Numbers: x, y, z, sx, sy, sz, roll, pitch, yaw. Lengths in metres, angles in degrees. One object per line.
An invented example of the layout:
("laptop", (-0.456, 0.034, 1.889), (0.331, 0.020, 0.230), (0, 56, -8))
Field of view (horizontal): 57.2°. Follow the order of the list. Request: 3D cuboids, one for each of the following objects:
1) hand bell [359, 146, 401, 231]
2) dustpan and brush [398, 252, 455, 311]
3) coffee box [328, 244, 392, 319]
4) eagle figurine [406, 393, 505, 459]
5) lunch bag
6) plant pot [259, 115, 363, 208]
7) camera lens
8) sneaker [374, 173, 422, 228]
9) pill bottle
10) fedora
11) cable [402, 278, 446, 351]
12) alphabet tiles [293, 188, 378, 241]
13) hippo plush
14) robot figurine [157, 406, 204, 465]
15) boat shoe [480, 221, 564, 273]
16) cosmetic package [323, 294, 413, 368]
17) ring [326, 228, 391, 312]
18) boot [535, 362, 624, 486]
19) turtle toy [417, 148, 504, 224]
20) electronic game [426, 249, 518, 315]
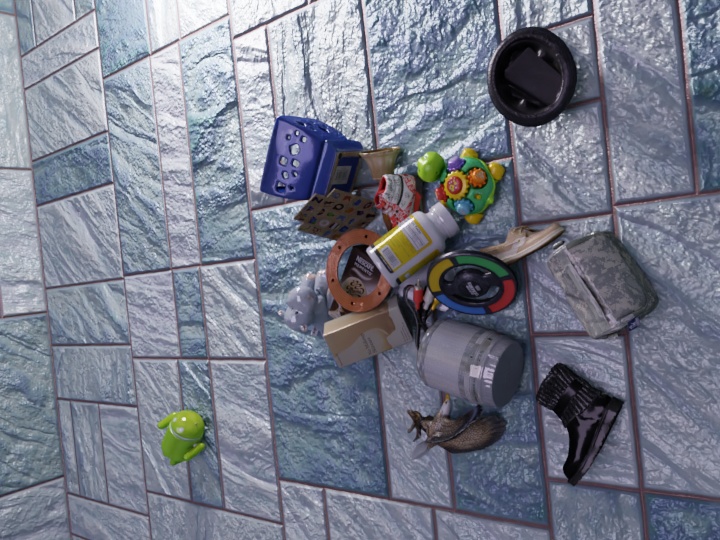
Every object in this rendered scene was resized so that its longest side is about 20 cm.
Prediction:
("hand bell", (0.061, -0.195, 1.620), (0.103, 0.104, 0.202), (5, 109, 39))
("dustpan and brush", (0.173, -0.022, 1.557), (0.139, 0.057, 0.202), (19, 112, 25))
("coffee box", (0.009, 0.049, 1.672), (0.113, 0.079, 0.201), (34, 114, 32))
("eagle figurine", (0.203, 0.354, 1.486), (0.199, 0.151, 0.152), (7, 117, 37))
("lunch bag", (0.450, 0.031, 1.251), (0.139, 0.167, 0.201), (-40, 70, 35))
("plant pot", (-0.113, -0.265, 1.667), (0.179, 0.200, 0.202), (25, 109, 22))
("camera lens", (0.235, 0.200, 1.449), (0.199, 0.159, 0.162), (14, 103, 37))
("sneaker", (0.083, -0.128, 1.566), (0.067, 0.107, 0.204), (-165, 79, -70))
("pill bottle", (0.121, -0.062, 1.488), (0.199, 0.111, 0.112), (-36, 69, 2))
("fedora", (0.356, -0.387, 1.338), (0.199, 0.091, 0.203), (4, 97, 39))
("cable", (0.142, 0.108, 1.533), (0.050, 0.096, 0.202), (-125, 38, -72))
("alphabet tiles", (-0.060, -0.135, 1.639), (0.166, 0.199, 0.006), (-43, 49, 36))
("hippo plush", (-0.150, 0.096, 1.755), (0.159, 0.160, 0.202), (29, 112, 33))
("robot figurine", (-0.587, 0.548, 2.186), (0.175, 0.115, 0.201), (41, 117, 26))
("boat shoe", (0.334, -0.060, 1.400), (0.199, 0.073, 0.070), (-31, 80, 38))
("cosmetic package", (0.019, 0.149, 1.604), (0.199, 0.071, 0.106), (-23, 110, 10))
("ring", (0.000, 0.000, 1.606), (0.199, 0.019, 0.203), (-3, 84, 33))
("boot", (0.424, 0.313, 1.354), (0.157, 0.079, 0.213), (28, 100, 27))
("turtle toy", (0.214, -0.198, 1.467), (0.200, 0.101, 0.147), (37, 116, 31))
("electronic game", (0.241, 0.029, 1.435), (0.198, 0.042, 0.201), (11, 139, 10))
